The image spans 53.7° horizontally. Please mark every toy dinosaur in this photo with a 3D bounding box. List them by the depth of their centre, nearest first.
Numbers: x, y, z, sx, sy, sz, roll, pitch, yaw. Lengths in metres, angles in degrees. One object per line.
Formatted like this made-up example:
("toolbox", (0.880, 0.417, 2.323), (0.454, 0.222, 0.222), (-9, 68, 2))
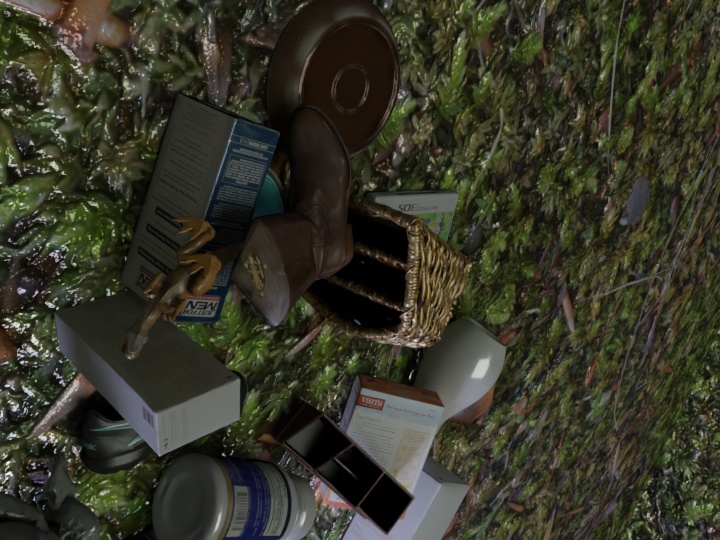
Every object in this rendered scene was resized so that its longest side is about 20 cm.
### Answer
("toy dinosaur", (-0.142, -0.004, 0.641), (0.200, 0.060, 0.106), (-39, 168, -31))

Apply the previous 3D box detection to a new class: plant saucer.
("plant saucer", (-0.019, -0.211, 0.814), (0.200, 0.032, 0.201), (-24, 128, -36))

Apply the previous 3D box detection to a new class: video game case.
("video game case", (0.058, -0.016, 1.020), (0.182, 0.022, 0.201), (-8, 118, -45))

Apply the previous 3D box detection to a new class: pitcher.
("pitcher", (0.155, 0.181, 1.184), (0.200, 0.121, 0.171), (-53, 157, 8))

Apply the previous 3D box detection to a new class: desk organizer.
("desk organizer", (-0.021, 0.276, 0.996), (0.200, 0.077, 0.072), (46, 75, -18))

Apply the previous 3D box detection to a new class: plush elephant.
("plush elephant", (-0.326, 0.276, 0.698), (0.199, 0.165, 0.155), (-18, 173, -1))

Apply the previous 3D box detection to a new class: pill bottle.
("pill bottle", (-0.151, 0.301, 0.908), (0.200, 0.120, 0.120), (27, 92, -51))

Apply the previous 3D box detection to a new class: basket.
("basket", (0.000, 0.000, 0.824), (0.149, 0.200, 0.143), (29, 86, -53))

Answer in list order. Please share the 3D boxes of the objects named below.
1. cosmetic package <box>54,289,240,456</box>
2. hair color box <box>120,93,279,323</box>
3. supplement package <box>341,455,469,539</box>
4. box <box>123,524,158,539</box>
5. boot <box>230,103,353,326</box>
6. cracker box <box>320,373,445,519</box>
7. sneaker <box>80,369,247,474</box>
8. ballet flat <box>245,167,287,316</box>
("cosmetic package", (-0.201, 0.087, 0.660), (0.082, 0.200, 0.051), (-21, 126, -38))
("hair color box", (-0.159, -0.059, 0.696), (0.060, 0.100, 0.201), (8, 107, -50))
("supplement package", (0.077, 0.425, 1.234), (0.117, 0.117, 0.200), (27, 92, -51))
("box", (-0.260, 0.416, 0.795), (0.182, 0.200, 0.104), (-17, 123, -40))
("boot", (-0.068, -0.062, 0.680), (0.200, 0.064, 0.187), (-36, 114, -64))
("cracker box", (0.031, 0.269, 1.085), (0.133, 0.058, 0.201), (16, 104, -12))
("sneaker", (-0.211, 0.151, 0.788), (0.200, 0.075, 0.080), (-23, 126, -38))
("ballet flat", (-0.114, -0.038, 0.788), (0.074, 0.074, 0.201), (-28, 135, -34))
